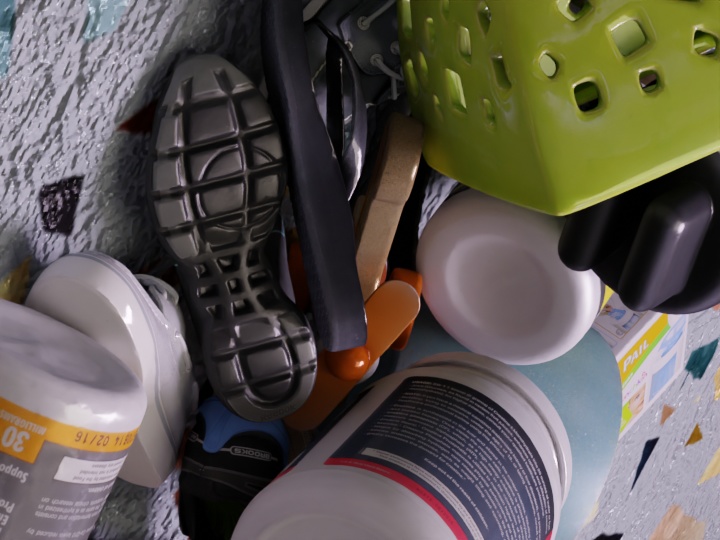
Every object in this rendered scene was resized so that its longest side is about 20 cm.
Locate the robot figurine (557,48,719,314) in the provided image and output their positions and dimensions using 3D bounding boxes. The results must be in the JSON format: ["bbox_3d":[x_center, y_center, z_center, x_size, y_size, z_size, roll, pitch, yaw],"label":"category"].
[{"bbox_3d":[0.191,-0.050,1.334,0.124,0.151,0.200,-23,-173,44],"label":"robot figurine"}]

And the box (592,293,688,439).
[{"bbox_3d":[0.133,0.073,1.673,0.200,0.101,0.113,-44,151,-28],"label":"box"}]

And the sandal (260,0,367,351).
[{"bbox_3d":[-0.017,-0.061,1.224,0.042,0.076,0.202,-12,97,-8],"label":"sandal"}]

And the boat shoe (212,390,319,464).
[{"bbox_3d":[-0.054,0.106,1.419,0.201,0.071,0.065,82,13,-56],"label":"boat shoe"}]

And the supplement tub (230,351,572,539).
[{"bbox_3d":[0.026,0.137,1.292,0.200,0.140,0.141,-41,152,-59],"label":"supplement tub"}]

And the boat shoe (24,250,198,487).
[{"bbox_3d":[-0.118,0.040,1.238,0.069,0.072,0.201,-62,156,-28],"label":"boat shoe"}]

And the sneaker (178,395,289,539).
[{"bbox_3d":[-0.070,0.155,1.344,0.200,0.070,0.083,79,32,-46],"label":"sneaker"}]

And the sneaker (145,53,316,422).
[{"bbox_3d":[-0.074,-0.020,1.245,0.075,0.079,0.201,-13,115,-11],"label":"sneaker"}]

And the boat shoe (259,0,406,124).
[{"bbox_3d":[0.015,-0.128,1.294,0.200,0.062,0.073,-51,155,-14],"label":"boat shoe"}]

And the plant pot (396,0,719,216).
[{"bbox_3d":[0.119,-0.157,1.203,0.199,0.199,0.183,-25,107,-13],"label":"plant pot"}]

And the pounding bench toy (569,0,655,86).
[{"bbox_3d":[0.188,-0.207,1.445,0.157,0.124,0.200,-57,154,-5],"label":"pounding bench toy"}]

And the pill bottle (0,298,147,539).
[{"bbox_3d":[-0.190,0.122,1.137,0.116,0.116,0.201,7,111,-62],"label":"pill bottle"}]

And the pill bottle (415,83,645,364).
[{"bbox_3d":[0.120,-0.039,1.442,0.200,0.112,0.113,-49,156,-50],"label":"pill bottle"}]

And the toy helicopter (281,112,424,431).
[{"bbox_3d":[0.000,0.000,1.299,0.201,0.078,0.133,107,-3,-46],"label":"toy helicopter"}]

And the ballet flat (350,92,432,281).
[{"bbox_3d":[0.036,-0.078,1.391,0.066,0.057,0.201,-18,133,-51],"label":"ballet flat"}]

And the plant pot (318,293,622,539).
[{"bbox_3d":[0.044,0.091,1.475,0.134,0.200,0.201,31,91,-29],"label":"plant pot"}]
